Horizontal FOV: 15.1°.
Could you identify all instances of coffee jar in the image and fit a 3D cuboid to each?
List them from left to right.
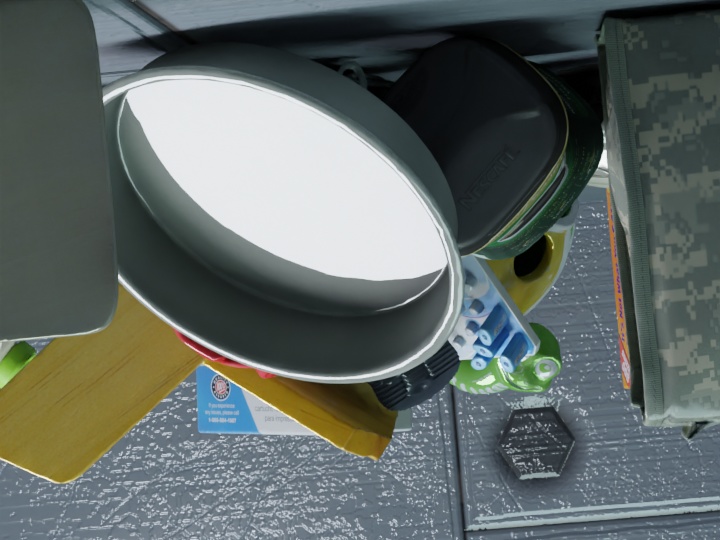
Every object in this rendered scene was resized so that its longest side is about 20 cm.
[{"bbox_3d":[0.060,-0.059,1.353,0.104,0.085,0.200,-49,172,7],"label":"coffee jar"}]

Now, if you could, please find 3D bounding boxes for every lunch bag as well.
[{"bbox_3d":[0.202,-0.025,1.297,0.163,0.201,0.118,-6,178,2],"label":"lunch bag"}]

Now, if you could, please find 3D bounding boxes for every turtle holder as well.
[{"bbox_3d":[0.064,-0.020,1.683,0.131,0.186,0.141,-31,124,35],"label":"turtle holder"}]

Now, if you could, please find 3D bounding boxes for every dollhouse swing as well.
[{"bbox_3d":[-0.101,0.085,1.576,0.182,0.176,0.200,-43,-176,8],"label":"dollhouse swing"}]

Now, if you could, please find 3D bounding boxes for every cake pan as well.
[{"bbox_3d":[-0.040,-0.029,1.256,0.199,0.201,0.037,-6,-139,35],"label":"cake pan"}]

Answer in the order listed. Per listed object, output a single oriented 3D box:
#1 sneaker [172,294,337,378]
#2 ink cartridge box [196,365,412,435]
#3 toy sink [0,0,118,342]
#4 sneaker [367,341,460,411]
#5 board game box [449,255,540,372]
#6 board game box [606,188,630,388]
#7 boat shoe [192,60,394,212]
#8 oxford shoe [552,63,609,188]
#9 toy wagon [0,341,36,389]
[{"bbox_3d":[-0.064,0.009,1.418,0.084,0.077,0.200,-20,-164,-17],"label":"sneaker"},{"bbox_3d":[-0.042,0.008,1.814,0.084,0.202,0.144,0,178,-39],"label":"ink cartridge box"},{"bbox_3d":[-0.192,-0.032,1.068,0.199,0.131,0.112,-6,179,2],"label":"toy sink"},{"bbox_3d":[0.000,0.000,1.500,0.070,0.082,0.200,-28,147,-9],"label":"sneaker"},{"bbox_3d":[-0.016,-0.014,1.615,0.199,0.200,0.026,-5,-142,50],"label":"board game box"},{"bbox_3d":[0.316,-0.016,2.094,0.198,0.201,0.200,-5,178,-12],"label":"board game box"},{"bbox_3d":[-0.024,-0.068,1.380,0.068,0.074,0.199,-12,178,22],"label":"boat shoe"},{"bbox_3d":[0.088,-0.086,1.526,0.199,0.075,0.058,4,144,40],"label":"oxford shoe"},{"bbox_3d":[-0.259,-0.009,1.640,0.040,0.155,0.200,-50,173,-33],"label":"toy wagon"}]
